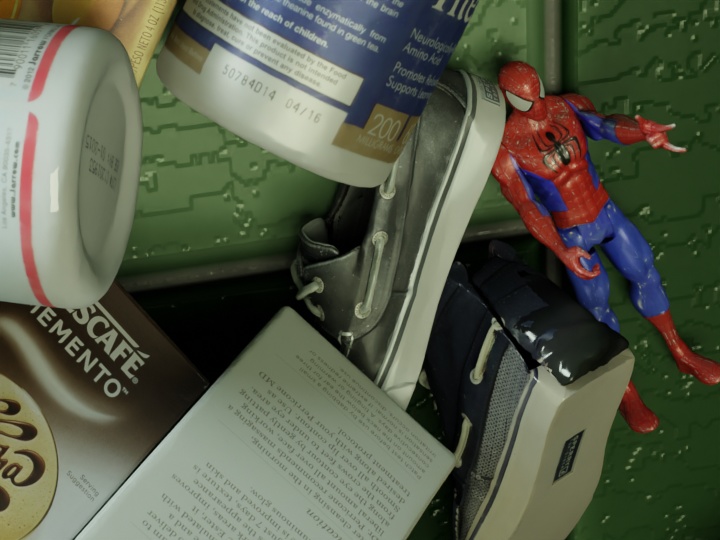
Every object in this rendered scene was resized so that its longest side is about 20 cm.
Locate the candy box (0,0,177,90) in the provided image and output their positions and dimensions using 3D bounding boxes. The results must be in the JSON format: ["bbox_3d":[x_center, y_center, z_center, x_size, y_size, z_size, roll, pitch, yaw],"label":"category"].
[{"bbox_3d":[-0.162,-0.158,0.831,0.199,0.055,0.116,19,107,-23],"label":"candy box"}]

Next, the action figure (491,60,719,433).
[{"bbox_3d":[0.121,-0.009,0.955,0.065,0.099,0.201,-35,116,-10],"label":"action figure"}]

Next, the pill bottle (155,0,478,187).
[{"bbox_3d":[0.005,-0.145,0.849,0.110,0.111,0.201,23,101,-23],"label":"pill bottle"}]

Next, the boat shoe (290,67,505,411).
[{"bbox_3d":[0.000,0.000,0.938,0.067,0.072,0.201,15,106,-23],"label":"boat shoe"}]

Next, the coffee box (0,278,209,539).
[{"bbox_3d":[-0.173,0.081,0.856,0.113,0.080,0.200,47,61,-12],"label":"coffee box"}]

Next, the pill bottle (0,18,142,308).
[{"bbox_3d":[-0.193,-0.048,0.806,0.198,0.109,0.110,7,114,8],"label":"pill bottle"}]

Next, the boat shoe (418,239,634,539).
[{"bbox_3d":[0.066,0.072,0.997,0.074,0.093,0.201,-26,148,-33],"label":"boat shoe"}]

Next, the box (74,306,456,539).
[{"bbox_3d":[-0.071,0.138,0.872,0.106,0.200,0.152,42,128,-1],"label":"box"}]
